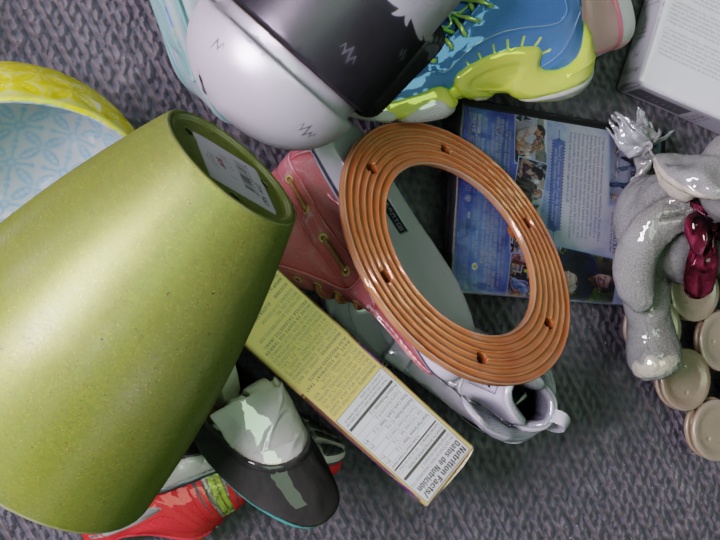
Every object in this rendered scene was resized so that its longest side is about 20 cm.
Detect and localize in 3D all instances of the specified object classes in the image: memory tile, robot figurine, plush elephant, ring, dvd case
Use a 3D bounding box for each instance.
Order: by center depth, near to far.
[{"bbox_3d":[-0.016,-0.168,0.667,0.150,0.125,0.200,40,97,-8],"label":"robot figurine"},{"bbox_3d":[0.064,-0.012,0.747,0.199,0.019,0.202,23,50,-29],"label":"ring"},{"bbox_3d":[0.266,-0.039,0.804,0.164,0.155,0.202,-23,94,-21],"label":"plush elephant"},{"bbox_3d":[0.154,-0.049,0.857,0.198,0.018,0.144,5,88,-26],"label":"dvd case"},{"bbox_3d":[0.311,0.042,0.910,0.200,0.017,0.154,-39,102,-19],"label":"memory tile"}]

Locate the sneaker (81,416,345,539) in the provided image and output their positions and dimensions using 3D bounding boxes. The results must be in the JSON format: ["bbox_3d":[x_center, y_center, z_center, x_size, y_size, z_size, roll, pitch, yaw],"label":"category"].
[{"bbox_3d":[-0.109,0.153,0.793,0.198,0.077,0.086,-7,113,-14],"label":"sneaker"}]

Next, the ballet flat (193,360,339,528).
[{"bbox_3d":[-0.089,0.088,0.736,0.200,0.069,0.068,39,49,23],"label":"ballet flat"}]

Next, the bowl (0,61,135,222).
[{"bbox_3d":[-0.232,-0.066,0.713,0.198,0.201,0.108,-9,50,-15],"label":"bowl"}]

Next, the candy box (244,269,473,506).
[{"bbox_3d":[-0.022,0.072,0.781,0.200,0.117,0.057,44,82,-12],"label":"candy box"}]

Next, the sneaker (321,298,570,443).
[{"bbox_3d":[0.066,0.058,0.804,0.199,0.115,0.075,36,82,-13],"label":"sneaker"}]

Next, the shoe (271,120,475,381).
[{"bbox_3d":[0.000,0.000,0.771,0.091,0.071,0.201,-34,80,30],"label":"shoe"}]

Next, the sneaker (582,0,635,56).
[{"bbox_3d":[0.129,-0.246,0.835,0.104,0.075,0.202,-28,102,-18],"label":"sneaker"}]

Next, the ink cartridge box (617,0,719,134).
[{"bbox_3d":[0.328,-0.197,0.909,0.198,0.044,0.175,20,85,-15],"label":"ink cartridge box"}]

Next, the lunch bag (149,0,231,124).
[{"bbox_3d":[-0.073,-0.208,0.738,0.159,0.077,0.201,-27,132,-13],"label":"lunch bag"}]

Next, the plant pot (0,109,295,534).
[{"bbox_3d":[-0.134,0.012,0.638,0.187,0.187,0.200,39,106,-13],"label":"plant pot"}]

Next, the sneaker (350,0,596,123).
[{"bbox_3d":[0.070,-0.167,0.771,0.198,0.076,0.106,-11,116,-16],"label":"sneaker"}]
